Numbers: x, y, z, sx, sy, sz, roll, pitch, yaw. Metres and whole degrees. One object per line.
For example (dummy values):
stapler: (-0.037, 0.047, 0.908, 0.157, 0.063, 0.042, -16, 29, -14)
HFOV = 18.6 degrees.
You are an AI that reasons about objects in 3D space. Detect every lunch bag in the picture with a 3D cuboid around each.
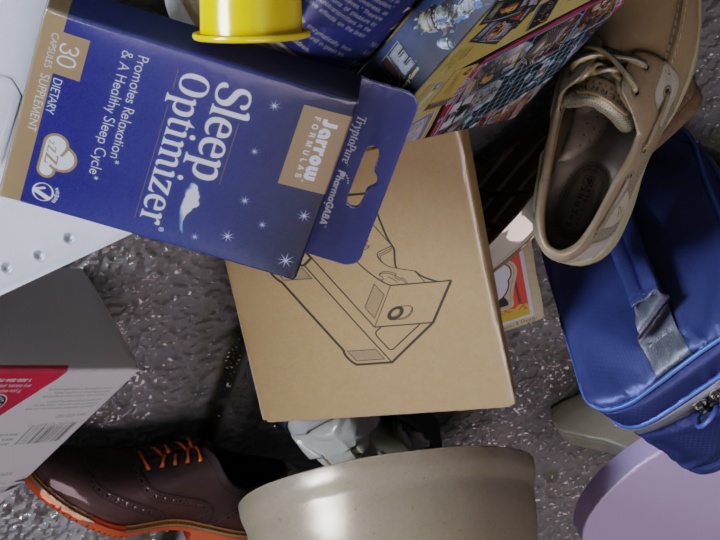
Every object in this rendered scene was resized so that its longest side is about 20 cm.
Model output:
lunch bag: (0.197, 0.021, 1.362, 0.136, 0.201, 0.132, -38, 131, 24)

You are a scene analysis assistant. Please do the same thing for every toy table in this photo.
toy table: (0.228, 0.103, 1.518, 0.199, 0.117, 0.184, -19, 137, 1)

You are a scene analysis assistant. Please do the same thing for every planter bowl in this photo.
planter bowl: (0.026, 0.205, 1.438, 0.199, 0.136, 0.200, -8, 164, -2)

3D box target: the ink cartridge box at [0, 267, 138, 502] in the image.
ink cartridge box: (-0.256, 0.089, 1.332, 0.200, 0.084, 0.145, -43, 157, 24)

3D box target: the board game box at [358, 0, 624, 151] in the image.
board game box: (0.089, -0.145, 1.167, 0.135, 0.035, 0.200, -15, 156, -47)

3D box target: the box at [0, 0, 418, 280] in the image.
box: (-0.079, -0.066, 1.149, 0.199, 0.032, 0.122, 15, 126, -8)

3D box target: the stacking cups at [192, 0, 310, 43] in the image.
stacking cups: (-0.054, -0.214, 1.080, 0.060, 0.060, 0.201, -2, 99, -16)

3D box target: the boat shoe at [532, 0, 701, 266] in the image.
boat shoe: (0.145, -0.100, 1.256, 0.072, 0.065, 0.201, 19, 94, 13)

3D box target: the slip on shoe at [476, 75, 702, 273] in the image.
slip on shoe: (0.125, -0.058, 1.341, 0.060, 0.076, 0.200, 34, 103, -30)

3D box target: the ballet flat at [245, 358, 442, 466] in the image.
ballet flat: (-0.002, 0.103, 1.453, 0.073, 0.073, 0.200, -34, 145, 17)

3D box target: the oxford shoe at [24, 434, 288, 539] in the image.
oxford shoe: (-0.137, 0.135, 1.473, 0.199, 0.071, 0.073, 14, 120, -41)

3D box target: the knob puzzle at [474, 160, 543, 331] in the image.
knob puzzle: (0.022, -0.001, 1.407, 0.218, 0.031, 0.220, -9, 136, -9)

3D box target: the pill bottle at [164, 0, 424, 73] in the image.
pill bottle: (-0.002, -0.181, 1.154, 0.111, 0.111, 0.200, 27, 122, -37)

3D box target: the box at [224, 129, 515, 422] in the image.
box: (0.000, 0.000, 1.326, 0.162, 0.021, 0.201, -4, 119, 15)

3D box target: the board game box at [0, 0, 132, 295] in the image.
board game box: (-0.214, -0.087, 1.182, 0.199, 0.026, 0.201, -24, 110, 7)
